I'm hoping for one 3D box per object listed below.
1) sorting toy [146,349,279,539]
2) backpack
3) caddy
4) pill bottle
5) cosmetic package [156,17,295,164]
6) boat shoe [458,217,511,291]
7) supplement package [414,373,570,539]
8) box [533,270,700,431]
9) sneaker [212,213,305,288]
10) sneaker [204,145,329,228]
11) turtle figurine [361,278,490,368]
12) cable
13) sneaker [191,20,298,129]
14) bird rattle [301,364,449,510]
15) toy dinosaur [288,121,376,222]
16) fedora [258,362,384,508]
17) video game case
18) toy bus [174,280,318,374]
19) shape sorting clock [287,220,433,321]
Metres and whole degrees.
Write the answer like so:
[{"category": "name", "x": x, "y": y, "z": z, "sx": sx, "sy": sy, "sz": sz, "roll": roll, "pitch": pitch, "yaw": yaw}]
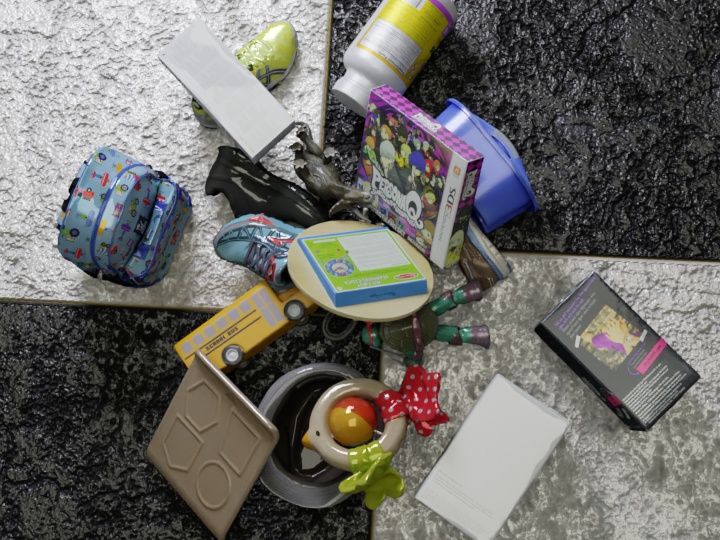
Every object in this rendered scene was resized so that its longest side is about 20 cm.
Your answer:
[{"category": "sorting toy", "x": -0.200, "y": 0.236, "z": 1.530, "sx": 0.185, "sy": 0.036, "sz": 0.200, "roll": 40, "pitch": 115, "yaw": 32}, {"category": "backpack", "x": -0.333, "y": -0.073, "z": 1.565, "sx": 0.134, "sy": 0.200, "sz": 0.183, "roll": 21, "pitch": 82, "yaw": 7}, {"category": "caddy", "x": 0.168, "y": -0.149, "z": 1.575, "sx": 0.105, "sy": 0.141, "sz": 0.200, "roll": -38, "pitch": 82, "yaw": -2}, {"category": "pill bottle", "x": 0.045, "y": -0.320, "z": 1.628, "sx": 0.104, "sy": 0.104, "sz": 0.200, "roll": 35, "pitch": 85, "yaw": 8}, {"category": "cosmetic package", "x": -0.188, "y": -0.251, "z": 1.583, "sx": 0.083, "sy": 0.051, "sz": 0.200, "roll": -42, "pitch": 87, "yaw": -7}, {"category": "boat shoe", "x": 0.126, "y": -0.054, "z": 1.598, "sx": 0.072, "sy": 0.072, "sz": 0.200, "roll": -40, "pitch": 81, "yaw": -2}, {"category": "supplement package", "x": 0.176, "y": 0.256, "z": 1.522, "sx": 0.120, "sy": 0.121, "sz": 0.200, "roll": 34, "pitch": 85, "yaw": 8}, {"category": "box", "x": 0.344, "y": 0.112, "z": 1.533, "sx": 0.106, "sy": 0.122, "sz": 0.200, "roll": -43, "pitch": 81, "yaw": -3}, {"category": "sneaker", "x": -0.116, "y": -0.022, "z": 1.571, "sx": 0.200, "sy": 0.096, "sz": 0.079, "roll": 8, "pitch": 120, "yaw": 10}, {"category": "sneaker", "x": -0.136, "y": -0.100, "z": 1.629, "sx": 0.200, "sy": 0.076, "sz": 0.091, "roll": 32, "pitch": 96, "yaw": 12}, {"category": "turtle figurine", "x": 0.074, "y": 0.076, "z": 1.555, "sx": 0.200, "sy": 0.101, "sz": 0.150, "roll": -9, "pitch": 105, "yaw": -1}, {"category": "cable", "x": 0.015, "y": 0.015, "z": 1.619, "sx": 0.097, "sy": 0.050, "sz": 0.200, "roll": 21, "pitch": 94, "yaw": 4}, {"category": "sneaker", "x": -0.166, "y": -0.290, "z": 1.650, "sx": 0.075, "sy": 0.076, "sz": 0.200, "roll": 41, "pitch": 84, "yaw": 10}, {"category": "bird rattle", "x": 0.014, "y": 0.200, "z": 1.470, "sx": 0.163, "sy": 0.113, "sz": 0.200, "roll": 22, "pitch": 74, "yaw": 20}, {"category": "toy dinosaur", "x": -0.064, "y": -0.143, "z": 1.611, "sx": 0.077, "sy": 0.102, "sz": 0.200, "roll": -32, "pitch": 46, "yaw": -15}, {"category": "fedora", "x": -0.057, "y": 0.227, "z": 1.556, "sx": 0.177, "sy": 0.090, "sz": 0.200, "roll": 19, "pitch": 77, "yaw": 5}, {"category": "video game case", "x": 0.074, "y": -0.127, "z": 1.535, "sx": 0.036, "sy": 0.181, "sz": 0.200, "roll": -22, "pitch": 49, "yaw": -34}, {"category": "toy bus", "x": -0.158, "y": 0.081, "z": 1.599, "sx": 0.200, "sy": 0.065, "sz": 0.078, "roll": -36, "pitch": 79, "yaw": -2}, {"category": "shape sorting clock", "x": 0.000, "y": 0.000, "z": 1.515, "sx": 0.200, "sy": 0.200, "sz": 0.039, "roll": 17, "pitch": 126, "yaw": 6}]
